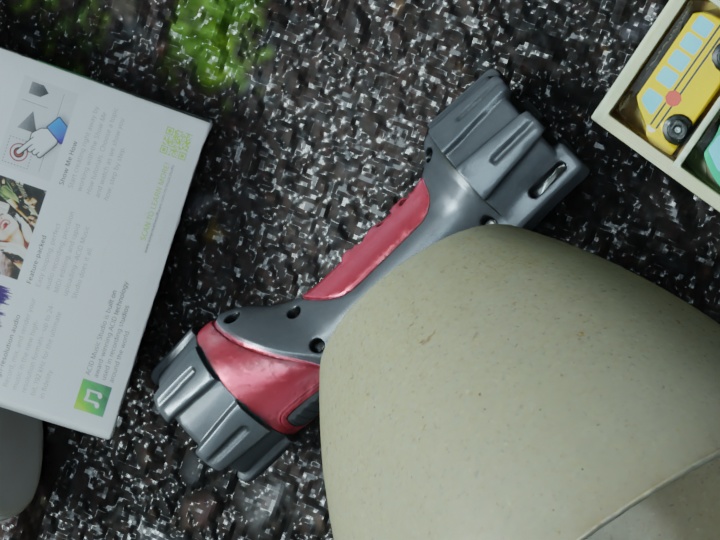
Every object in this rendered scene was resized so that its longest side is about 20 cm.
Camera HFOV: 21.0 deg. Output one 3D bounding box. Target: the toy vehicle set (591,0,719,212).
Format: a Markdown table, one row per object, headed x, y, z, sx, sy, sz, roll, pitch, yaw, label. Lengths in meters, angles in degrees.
| x | y | z | sx | sy | sz | roll | pitch | yaw | label |
| --- | --- | --- | --- | --- | --- | --- | --- | --- | --- |
| 0.199 | -0.108 | 0.774 | 0.124 | 0.027 | 0.201 | 35 | 103 | 8 | toy vehicle set |

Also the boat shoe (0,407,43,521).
| x | y | z | sx | sy | sz | roll | pitch | yaw | label |
| --- | --- | --- | --- | --- | --- | --- | --- | --- | --- |
| -0.216 | 0.024 | 0.877 | 0.092 | 0.075 | 0.201 | -19 | 90 | 30 | boat shoe |

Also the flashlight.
| x | y | z | sx | sy | sz | roll | pitch | yaw | label |
| --- | --- | --- | --- | --- | --- | --- | --- | --- | --- |
| 0.000 | 0.000 | 0.819 | 0.068 | 0.068 | 0.200 | 40 | 101 | -20 | flashlight |

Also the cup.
| x | y | z | sx | sy | sz | roll | pitch | yaw | label |
| --- | --- | --- | --- | --- | --- | --- | --- | --- | --- |
| 0.062 | 0.068 | 0.757 | 0.200 | 0.200 | 0.144 | -43 | 65 | 14 | cup |

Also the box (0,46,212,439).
| x | y | z | sx | sy | sz | roll | pitch | yaw | label |
| --- | --- | --- | --- | --- | --- | --- | --- | --- | --- |
| -0.178 | -0.027 | 0.816 | 0.199 | 0.036 | 0.145 | 20 | 82 | -13 | box |
